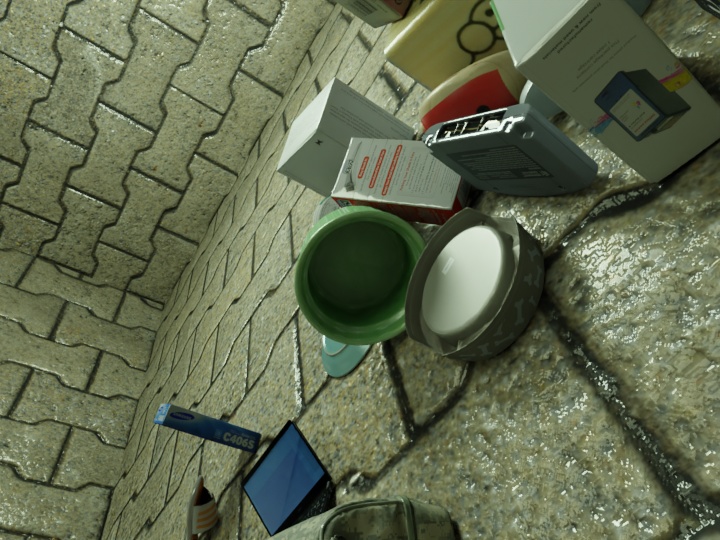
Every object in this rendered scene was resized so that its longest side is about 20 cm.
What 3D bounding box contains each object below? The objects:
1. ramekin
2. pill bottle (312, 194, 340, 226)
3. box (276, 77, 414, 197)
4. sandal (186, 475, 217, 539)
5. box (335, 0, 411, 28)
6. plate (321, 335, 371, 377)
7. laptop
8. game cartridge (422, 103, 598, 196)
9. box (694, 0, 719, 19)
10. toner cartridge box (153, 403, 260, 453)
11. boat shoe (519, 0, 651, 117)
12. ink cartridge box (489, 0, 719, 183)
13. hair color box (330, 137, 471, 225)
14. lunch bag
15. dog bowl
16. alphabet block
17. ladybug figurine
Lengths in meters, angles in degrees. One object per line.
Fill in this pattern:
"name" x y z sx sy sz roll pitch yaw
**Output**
"ramekin" 0.000 0.000 0.771 0.201 0.199 0.098 -59 18 12
"pill bottle" -0.005 -0.091 0.959 0.200 0.113 0.114 10 76 66
"box" -0.032 -0.243 1.053 0.200 0.198 0.131 -22 47 56
"sandal" -0.331 0.529 1.097 0.079 0.059 0.208 -101 19 -77
"box" 0.047 -0.495 0.789 0.201 0.109 0.128 -61 24 6
"plate" -0.023 0.090 0.929 0.200 0.026 0.201 -46 29 35
"laptop" -0.129 0.363 0.776 0.178 0.103 0.200 -55 6 22
"game cartridge" 0.173 -0.135 0.618 0.041 0.133 0.200 -59 25 -6
"box" 0.354 -0.316 0.412 0.200 0.148 0.125 -46 31 33
"toner cartridge box" -0.316 0.326 1.076 0.095 0.199 0.043 -22 46 55
"boat shoe" 0.265 -0.281 0.646 0.200 0.073 0.068 -56 30 18
"ink cartridge box" 0.229 -0.195 0.487 0.087 0.200 0.146 -41 32 35
"hair color box" 0.067 -0.138 0.800 0.199 0.064 0.111 11 73 26
"lunch bag" -0.021 0.316 0.533 0.200 0.167 0.140 -44 31 38
"dog bowl" 0.137 0.019 0.636 0.200 0.059 0.201 -45 30 36
"alphabet block" 0.179 -0.394 0.787 0.200 0.195 0.197 -25 47 54
"ladybug figurine" 0.171 -0.237 0.741 0.200 0.135 0.072 -22 77 42
